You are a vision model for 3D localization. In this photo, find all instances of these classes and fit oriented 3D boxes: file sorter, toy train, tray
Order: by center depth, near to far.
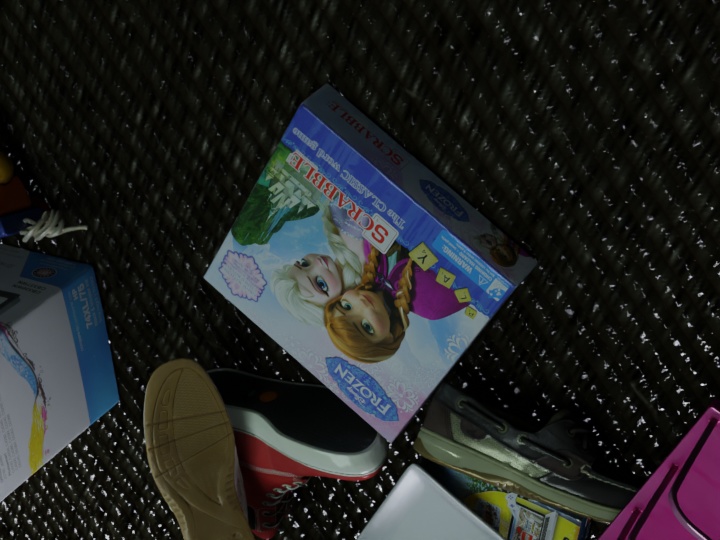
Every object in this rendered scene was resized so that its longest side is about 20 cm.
[{"bbox_3d":[0.208,0.217,0.926,0.139,0.125,0.201,39,125,11],"label":"file sorter"},{"bbox_3d":[0.046,0.236,1.158,0.107,0.022,0.201,39,132,9],"label":"tray"},{"bbox_3d":[-0.305,-0.079,1.225,0.198,0.084,0.117,-8,99,37],"label":"toy train"}]

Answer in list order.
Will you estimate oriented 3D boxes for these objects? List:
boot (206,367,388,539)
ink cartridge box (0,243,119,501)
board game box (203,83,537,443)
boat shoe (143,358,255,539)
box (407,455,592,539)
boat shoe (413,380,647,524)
[{"bbox_3d":[-0.052,0.169,1.205,0.199,0.072,0.146,12,124,38],"label":"boot"},{"bbox_3d":[-0.333,0.090,1.258,0.145,0.200,0.147,11,123,28],"label":"ink cartridge box"},{"bbox_3d":[0.000,0.000,1.083,0.200,0.041,0.200,40,132,7],"label":"board game box"},{"bbox_3d":[-0.131,0.166,1.180,0.069,0.070,0.202,-150,46,-78],"label":"boat shoe"},{"bbox_3d":[0.103,0.232,1.156,0.136,0.038,0.202,23,128,22],"label":"box"},{"bbox_3d":[0.138,0.131,1.052,0.199,0.072,0.067,16,92,16],"label":"boat shoe"}]
